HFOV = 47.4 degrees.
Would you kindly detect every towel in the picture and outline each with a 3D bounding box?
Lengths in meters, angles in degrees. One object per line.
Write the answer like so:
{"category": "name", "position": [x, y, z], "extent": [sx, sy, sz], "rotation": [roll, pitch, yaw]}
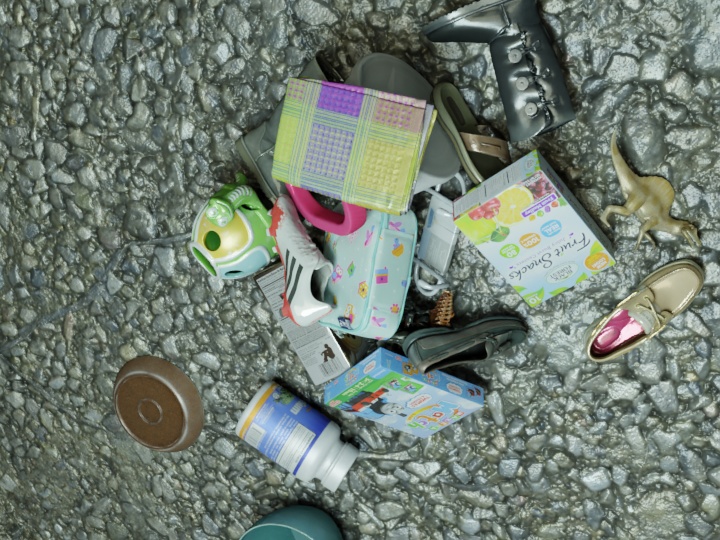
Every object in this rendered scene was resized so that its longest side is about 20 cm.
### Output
{"category": "towel", "position": [-0.012, -0.159, 1.032], "extent": [0.198, 0.023, 0.145], "rotation": [16, 99, 17]}

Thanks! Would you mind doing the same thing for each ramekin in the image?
{"category": "ramekin", "position": [0.040, -0.192, 1.137], "extent": [0.094, 0.202, 0.203], "rotation": [-32, 95, 38]}

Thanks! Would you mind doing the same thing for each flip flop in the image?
{"category": "flip flop", "position": [0.172, -0.183, 1.149], "extent": [0.057, 0.081, 0.201], "rotation": [-32, 89, 39]}

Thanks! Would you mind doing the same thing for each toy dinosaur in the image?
{"category": "toy dinosaur", "position": [0.377, -0.095, 1.126], "extent": [0.101, 0.058, 0.200], "rotation": [-42, 98, 12]}
{"category": "toy dinosaur", "position": [0.083, 0.084, 1.252], "extent": [0.135, 0.102, 0.201], "rotation": [14, 122, -18]}

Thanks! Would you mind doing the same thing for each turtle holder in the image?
{"category": "turtle holder", "position": [-0.189, -0.057, 1.261], "extent": [0.141, 0.132, 0.185], "rotation": [52, 161, -13]}

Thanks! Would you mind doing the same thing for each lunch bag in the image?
{"category": "lunch bag", "position": [0.000, 0.000, 1.194], "extent": [0.160, 0.077, 0.202], "rotation": [8, 87, 55]}

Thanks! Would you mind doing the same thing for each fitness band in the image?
{"category": "fitness band", "position": [-0.059, -0.121, 1.148], "extent": [0.200, 0.037, 0.145], "rotation": [25, 140, 57]}

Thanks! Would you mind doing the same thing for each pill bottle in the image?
{"category": "pill bottle", "position": [-0.104, 0.286, 1.398], "extent": [0.199, 0.112, 0.113], "rotation": [32, 116, 7]}

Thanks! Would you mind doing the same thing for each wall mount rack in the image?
{"category": "wall mount rack", "position": [0.080, -0.065, 1.233], "extent": [0.173, 0.074, 0.202], "rotation": [36, 121, 43]}

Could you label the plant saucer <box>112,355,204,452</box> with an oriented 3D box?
{"category": "plant saucer", "position": [-0.388, 0.260, 1.541], "extent": [0.198, 0.034, 0.202], "rotation": [7, 111, 18]}

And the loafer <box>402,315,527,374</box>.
{"category": "loafer", "position": [0.162, 0.117, 1.209], "extent": [0.198, 0.063, 0.072], "rotation": [-7, 134, -18]}

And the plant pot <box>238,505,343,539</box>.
{"category": "plant pot", "position": [-0.106, 0.499, 1.459], "extent": [0.198, 0.135, 0.202], "rotation": [7, 111, 18]}

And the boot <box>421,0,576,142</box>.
{"category": "boot", "position": [0.190, -0.272, 1.125], "extent": [0.164, 0.066, 0.201], "rotation": [-16, 106, 26]}

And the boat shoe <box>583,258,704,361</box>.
{"category": "boat shoe", "position": [0.398, 0.065, 1.154], "extent": [0.074, 0.069, 0.200], "rotation": [44, 117, 1]}

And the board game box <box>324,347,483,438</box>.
{"category": "board game box", "position": [0.067, 0.194, 1.266], "extent": [0.199, 0.037, 0.151], "rotation": [23, 139, -27]}

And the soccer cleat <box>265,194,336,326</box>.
{"category": "soccer cleat", "position": [-0.082, -0.019, 1.187], "extent": [0.085, 0.069, 0.202], "rotation": [-16, 71, 23]}

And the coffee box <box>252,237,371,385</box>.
{"category": "coffee box", "position": [-0.072, 0.063, 1.308], "extent": [0.079, 0.113, 0.201], "rotation": [-27, 96, 27]}

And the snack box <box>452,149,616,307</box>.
{"category": "snack box", "position": [0.242, -0.053, 1.139], "extent": [0.142, 0.053, 0.200], "rotation": [-30, 123, 28]}

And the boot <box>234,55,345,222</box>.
{"category": "boot", "position": [-0.079, -0.196, 1.254], "extent": [0.199, 0.073, 0.182], "rotation": [-35, 95, 20]}
